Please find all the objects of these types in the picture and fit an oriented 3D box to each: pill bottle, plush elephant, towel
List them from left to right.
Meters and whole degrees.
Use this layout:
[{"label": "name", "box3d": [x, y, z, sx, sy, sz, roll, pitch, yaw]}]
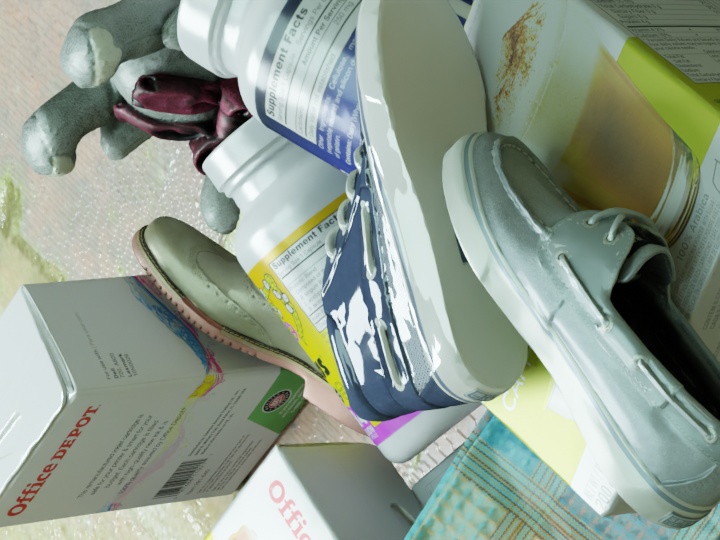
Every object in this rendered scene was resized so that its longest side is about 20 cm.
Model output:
[{"label": "plush elephant", "box3d": [-0.080, -0.092, 1.690, 0.155, 0.200, 0.165, 49, 146, 6]}, {"label": "pill bottle", "box3d": [0.000, 0.000, 1.582, 0.200, 0.104, 0.104, 53, 134, 4]}, {"label": "pill bottle", "box3d": [0.008, -0.108, 1.491, 0.199, 0.116, 0.116, 32, 119, 21]}, {"label": "towel", "box3d": [0.092, 0.147, 1.427, 0.146, 0.022, 0.201, 36, 97, 28]}]

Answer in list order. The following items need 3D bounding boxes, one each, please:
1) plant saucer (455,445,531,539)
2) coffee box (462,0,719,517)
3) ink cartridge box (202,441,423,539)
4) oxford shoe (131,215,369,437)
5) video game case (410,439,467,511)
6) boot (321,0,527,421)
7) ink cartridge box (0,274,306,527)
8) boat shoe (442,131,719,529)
[{"label": "plant saucer", "box3d": [0.137, 0.172, 1.433, 0.199, 0.037, 0.202, -5, 79, 25]}, {"label": "coffee box", "box3d": [0.157, -0.026, 1.364, 0.198, 0.199, 0.201, 43, 124, 38]}, {"label": "ink cartridge box", "box3d": [-0.038, 0.214, 1.615, 0.200, 0.083, 0.145, -53, 57, 27]}, {"label": "oxford shoe", "box3d": [-0.040, 0.016, 1.671, 0.199, 0.071, 0.074, 32, 115, 5]}, {"label": "video game case", "box3d": [0.130, 0.148, 1.533, 0.200, 0.045, 0.182, -44, 61, 43]}, {"label": "boot", "box3d": [0.012, -0.031, 1.325, 0.090, 0.072, 0.201, -18, 78, 44]}, {"label": "ink cartridge box", "box3d": [-0.139, 0.075, 1.726, 0.145, 0.199, 0.084, -52, 56, 38]}, {"label": "boat shoe", "box3d": [0.109, 0.011, 1.227, 0.071, 0.070, 0.201, -43, 66, 30]}]
